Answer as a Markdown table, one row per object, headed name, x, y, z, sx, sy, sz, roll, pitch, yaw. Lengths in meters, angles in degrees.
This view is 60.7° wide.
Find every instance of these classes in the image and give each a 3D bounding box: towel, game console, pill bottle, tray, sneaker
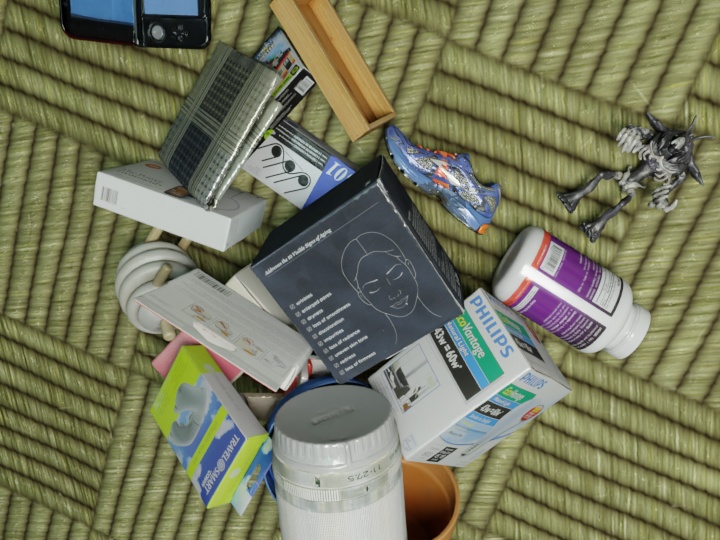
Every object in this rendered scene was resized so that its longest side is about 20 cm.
| name | x | y | z | sx | sy | sz | roll | pitch | yaw |
| --- | --- | --- | --- | --- | --- | --- | --- | --- | --- |
| towel | -0.193 | -0.204 | 0.844 | 0.192 | 0.034 | 0.202 | 40 | 101 | 43 |
| game console | -0.302 | -0.414 | 0.832 | 0.168 | 0.119 | 0.205 | 5 | 105 | 9 |
| pill bottle | 0.286 | 0.035 | 0.838 | 0.197 | 0.113 | 0.114 | 32 | 107 | 1 |
| tray | -0.033 | -0.278 | 0.824 | 0.037 | 0.099 | 0.203 | -27 | 98 | 34 |
| sneaker | 0.114 | -0.139 | 0.856 | 0.198 | 0.075 | 0.079 | 37 | 98 | -9 |

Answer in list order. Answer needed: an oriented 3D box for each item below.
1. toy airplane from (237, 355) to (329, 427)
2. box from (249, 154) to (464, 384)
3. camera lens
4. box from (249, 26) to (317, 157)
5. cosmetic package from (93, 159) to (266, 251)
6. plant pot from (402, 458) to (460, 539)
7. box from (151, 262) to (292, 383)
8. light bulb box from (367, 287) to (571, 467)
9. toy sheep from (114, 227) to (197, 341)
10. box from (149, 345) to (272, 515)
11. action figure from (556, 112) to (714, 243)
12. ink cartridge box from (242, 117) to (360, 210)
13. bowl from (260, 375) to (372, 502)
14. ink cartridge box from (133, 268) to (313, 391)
| name | x | y | z | sx | sy | sz | roll | pitch | yaw |
| --- | --- | --- | --- | --- | --- | --- | --- | --- | --- |
| toy airplane | -0.097 | 0.215 | 0.899 | 0.197 | 0.143 | 0.200 | -24 | 130 | 20 |
| box | 0.000 | 0.000 | 0.792 | 0.198 | 0.125 | 0.198 | -31 | 109 | 17 |
| camera lens | -0.025 | 0.264 | 0.749 | 0.156 | 0.160 | 0.205 | -2 | 105 | 10 |
| box | -0.153 | -0.229 | 0.861 | 0.200 | 0.034 | 0.111 | -43 | 52 | 17 |
| cosmetic package | -0.251 | -0.099 | 0.883 | 0.196 | 0.151 | 0.053 | 19 | 107 | 4 |
| plant pot | 0.049 | 0.382 | 0.937 | 0.195 | 0.201 | 0.143 | 6 | 122 | 9 |
| box | -0.196 | 0.096 | 0.932 | 0.200 | 0.128 | 0.109 | -44 | 92 | 16 |
| light bulb box | 0.151 | 0.154 | 0.834 | 0.199 | 0.197 | 0.126 | -40 | 56 | 16 |
| toy sheep | -0.299 | 0.022 | 0.915 | 0.135 | 0.202 | 0.140 | -12 | 133 | -13 |
| box | -0.200 | 0.212 | 0.821 | 0.200 | 0.047 | 0.123 | 43 | 111 | 32 |
| action figure | 0.362 | -0.124 | 0.793 | 0.199 | 0.102 | 0.120 | -39 | 83 | 18 |
| ink cartridge box | -0.067 | -0.136 | 0.895 | 0.198 | 0.044 | 0.095 | 34 | 109 | 1 |
| bowl | -0.042 | 0.240 | 0.846 | 0.196 | 0.039 | 0.206 | -5 | 104 | -20 |
| ink cartridge box | -0.166 | 0.081 | 0.766 | 0.197 | 0.174 | 0.044 | 32 | 106 | 3 |
